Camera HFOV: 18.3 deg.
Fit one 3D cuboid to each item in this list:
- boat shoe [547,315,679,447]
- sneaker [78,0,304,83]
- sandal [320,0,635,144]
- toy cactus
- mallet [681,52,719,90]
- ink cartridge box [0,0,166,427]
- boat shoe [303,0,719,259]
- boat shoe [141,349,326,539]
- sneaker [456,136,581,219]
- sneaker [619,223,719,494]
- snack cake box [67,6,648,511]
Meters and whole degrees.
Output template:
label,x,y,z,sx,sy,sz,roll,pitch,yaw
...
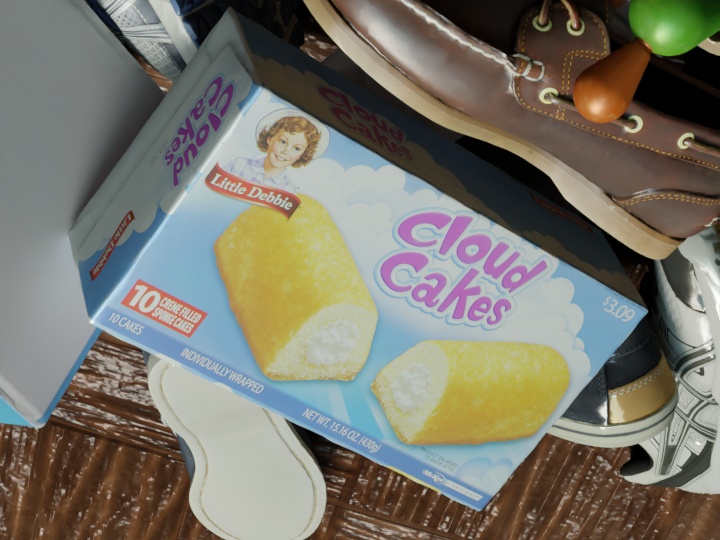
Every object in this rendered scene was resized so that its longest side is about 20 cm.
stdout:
label,x,y,z,sx,sy,sz,roll,pitch,yaw
boat shoe,0.054,0.026,1.007,0.199,0.074,0.063,13,125,40
sneaker,-0.099,-0.132,0.907,0.085,0.077,0.200,-14,125,42
sandal,0.044,-0.102,0.893,0.206,0.059,0.079,-27,126,19
toy cactus,0.135,-0.084,0.772,0.199,0.165,0.103,26,99,-6
mallet,0.190,-0.022,0.972,0.041,0.066,0.200,-15,146,31
ink cartridge box,-0.200,-0.039,0.926,0.199,0.147,0.146,1,142,44
boat shoe,0.070,-0.079,0.829,0.199,0.071,0.070,28,128,-29
boat shoe,-0.065,0.072,1.118,0.074,0.062,0.200,-16,142,8
sneaker,-0.004,-0.037,0.974,0.199,0.076,0.116,-21,125,34
sneaker,0.141,0.040,1.017,0.087,0.076,0.201,-1,136,17
snack cake box,0.000,0.000,0.878,0.199,0.067,0.115,28,111,-29
